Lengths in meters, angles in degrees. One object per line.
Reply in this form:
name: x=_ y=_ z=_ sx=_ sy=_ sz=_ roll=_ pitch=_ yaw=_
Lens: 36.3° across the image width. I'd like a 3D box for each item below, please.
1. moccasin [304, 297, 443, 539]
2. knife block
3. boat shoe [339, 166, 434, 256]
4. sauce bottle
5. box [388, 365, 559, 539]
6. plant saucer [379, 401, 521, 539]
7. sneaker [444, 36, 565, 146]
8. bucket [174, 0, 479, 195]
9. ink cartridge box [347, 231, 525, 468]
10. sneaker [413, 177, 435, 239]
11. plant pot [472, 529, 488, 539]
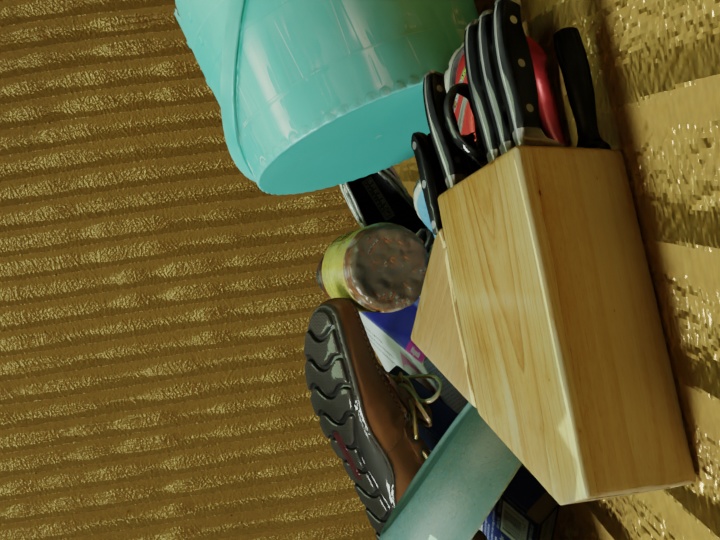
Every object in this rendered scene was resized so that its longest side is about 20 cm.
moccasin: x=0.021 y=0.111 z=0.795 sx=0.073 sy=0.077 sz=0.203 roll=-15 pitch=103 yaw=60
knife block: x=0.089 y=-0.020 z=0.501 sx=0.200 sy=0.063 sz=0.177 roll=48 pitch=132 yaw=51
boat shoe: x=0.043 y=-0.018 z=0.979 sx=0.201 sy=0.071 sz=0.064 roll=52 pitch=-173 yaw=-6
sauce bottle: x=0.000 y=0.000 z=0.847 sx=0.200 sy=0.065 sz=0.067 roll=175 pitch=86 yaw=-76
box: x=0.069 y=0.153 z=0.869 sx=0.200 sy=0.032 sz=0.122 roll=37 pitch=153 yaw=27
plant saucer: x=0.059 y=0.133 z=0.695 sx=0.202 sy=0.039 sz=0.201 roll=-55 pitch=-6 yaw=-8
sneaker: x=0.085 y=-0.038 z=0.627 sx=0.085 sy=0.076 sz=0.202 roll=-141 pitch=41 yaw=-76
bucket: x=-0.012 y=-0.147 z=0.732 sx=0.207 sy=0.206 sz=0.136 roll=93 pitch=156 yaw=-80
ink cartridge box: x=0.050 y=0.076 z=0.937 sx=0.201 sy=0.043 sz=0.196 roll=59 pitch=171 yaw=-20
sneaker: x=0.092 y=-0.004 z=0.750 sx=0.201 sy=0.078 sz=0.090 roll=70 pitch=179 yaw=-54
plant pot: x=0.115 y=0.267 z=0.720 sx=0.201 sy=0.092 sz=0.203 roll=171 pitch=90 yaw=-87
